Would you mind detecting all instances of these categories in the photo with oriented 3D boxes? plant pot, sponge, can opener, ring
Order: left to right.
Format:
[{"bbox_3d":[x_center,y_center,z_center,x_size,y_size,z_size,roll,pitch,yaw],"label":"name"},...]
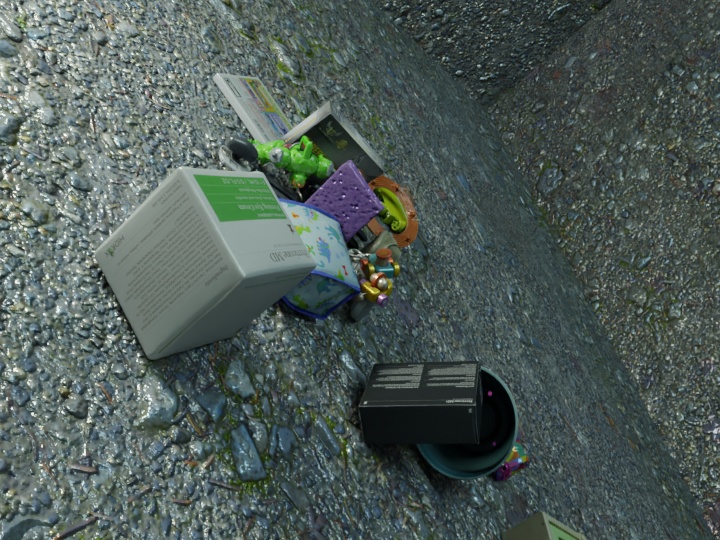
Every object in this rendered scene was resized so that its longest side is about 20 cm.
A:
[{"bbox_3d":[-0.191,-0.185,1.443,0.198,0.066,0.054,35,29,-34],"label":"can opener"},{"bbox_3d":[-0.055,-0.102,1.417,0.112,0.199,0.030,51,26,3],"label":"sponge"},{"bbox_3d":[-0.055,-0.122,1.610,0.199,0.063,0.080,41,28,-24],"label":"can opener"},{"bbox_3d":[0.075,-0.153,1.864,0.197,0.019,0.206,22,54,-33],"label":"ring"},{"bbox_3d":[0.213,0.284,1.411,0.203,0.198,0.187,60,12,18],"label":"plant pot"}]

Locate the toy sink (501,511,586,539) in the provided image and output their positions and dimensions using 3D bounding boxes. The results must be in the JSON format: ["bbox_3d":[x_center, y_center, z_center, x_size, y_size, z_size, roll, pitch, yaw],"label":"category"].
[{"bbox_3d":[0.380,0.570,1.408,0.199,0.111,0.132,37,28,-31],"label":"toy sink"}]

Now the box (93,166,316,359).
[{"bbox_3d":[-0.209,-0.014,1.021,0.174,0.198,0.198,58,24,10],"label":"box"}]

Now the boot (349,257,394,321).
[{"bbox_3d":[-0.002,0.032,1.513,0.095,0.074,0.200,40,21,5],"label":"boot"}]

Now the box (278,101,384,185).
[{"bbox_3d":[-0.065,-0.248,1.621,0.200,0.156,0.049,42,28,-36],"label":"box"}]

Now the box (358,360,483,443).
[{"bbox_3d":[0.108,0.225,1.269,0.142,0.194,0.081,-59,143,-65],"label":"box"}]

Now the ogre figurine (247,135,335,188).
[{"bbox_3d":[-0.133,-0.226,1.506,0.198,0.100,0.120,33,0,-28],"label":"ogre figurine"}]

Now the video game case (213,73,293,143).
[{"bbox_3d":[-0.224,-0.353,1.665,0.202,0.022,0.181,55,24,5],"label":"video game case"}]

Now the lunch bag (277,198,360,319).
[{"bbox_3d":[-0.113,-0.028,1.302,0.198,0.126,0.173,28,34,-50],"label":"lunch bag"}]

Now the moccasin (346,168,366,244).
[{"bbox_3d":[-0.042,-0.128,1.539,0.078,0.072,0.205,45,63,-44],"label":"moccasin"}]

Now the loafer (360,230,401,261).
[{"bbox_3d":[0.055,-0.044,1.672,0.069,0.075,0.200,52,16,3],"label":"loafer"}]

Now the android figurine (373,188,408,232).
[{"bbox_3d":[0.085,-0.171,1.959,0.198,0.041,0.185,20,40,-49],"label":"android figurine"}]

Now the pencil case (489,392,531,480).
[{"bbox_3d":[0.286,0.344,1.580,0.087,0.088,0.203,16,41,-52],"label":"pencil case"}]

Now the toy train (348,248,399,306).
[{"bbox_3d":[0.000,0.000,1.445,0.146,0.057,0.201,19,34,11],"label":"toy train"}]
